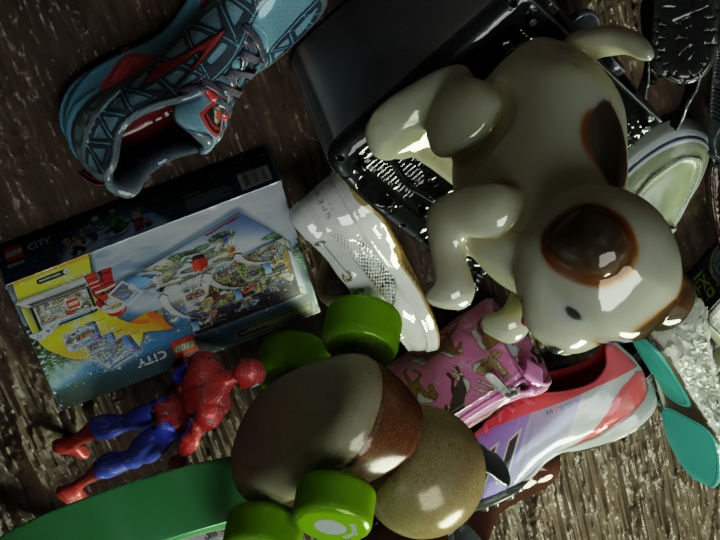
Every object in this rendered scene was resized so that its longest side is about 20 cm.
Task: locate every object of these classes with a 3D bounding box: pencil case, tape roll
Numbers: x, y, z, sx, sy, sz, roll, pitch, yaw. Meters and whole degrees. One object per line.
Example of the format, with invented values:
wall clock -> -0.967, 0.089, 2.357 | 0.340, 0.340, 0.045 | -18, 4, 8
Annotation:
pencil case -> 0.041, 0.103, 1.817 | 0.199, 0.083, 0.086 | -33, 174, 11
tape roll -> -0.164, 0.188, 1.767 | 0.199, 0.049, 0.200 | -18, 170, -3

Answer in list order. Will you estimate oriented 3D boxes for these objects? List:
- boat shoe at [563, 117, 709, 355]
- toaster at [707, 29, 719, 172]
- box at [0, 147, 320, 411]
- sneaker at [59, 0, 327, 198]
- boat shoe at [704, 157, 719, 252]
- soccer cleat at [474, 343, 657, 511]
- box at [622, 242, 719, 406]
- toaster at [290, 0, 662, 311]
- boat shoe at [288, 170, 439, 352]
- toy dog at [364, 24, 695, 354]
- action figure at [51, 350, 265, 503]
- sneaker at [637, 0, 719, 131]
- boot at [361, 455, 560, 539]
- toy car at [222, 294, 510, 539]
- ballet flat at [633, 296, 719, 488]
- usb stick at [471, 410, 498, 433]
boat shoe -> 0.196, -0.021, 1.790 | 0.072, 0.062, 0.201 | 15, 123, -34
toaster -> 0.318, -0.127, 1.684 | 0.129, 0.113, 0.201 | -39, 148, -25
box -> -0.137, 0.008, 1.686 | 0.199, 0.038, 0.137 | -21, 137, -5
sneaker -> -0.095, -0.115, 1.546 | 0.199, 0.096, 0.079 | -37, 136, 12
boat shoe -> 0.303, -0.004, 1.795 | 0.070, 0.070, 0.201 | -18, 109, 20
soccer cleat -> 0.124, 0.118, 1.851 | 0.199, 0.068, 0.073 | -27, 116, 10
box -> 0.319, 0.037, 1.915 | 0.159, 0.044, 0.200 | 19, 122, -37
toaster -> 0.069, -0.108, 1.610 | 0.200, 0.119, 0.181 | -41, 134, 15
boat shoe -> 0.000, 0.000, 1.714 | 0.069, 0.071, 0.200 | -28, 139, 2
toy dog -> 0.125, -0.034, 1.474 | 0.193, 0.201, 0.140 | -33, 137, 9
action figure -> -0.138, 0.107, 1.723 | 0.051, 0.066, 0.199 | 22, 141, -37
sneaker -> 0.215, -0.193, 1.634 | 0.059, 0.104, 0.202 | 7, 96, 1
boot -> 0.096, 0.234, 1.889 | 0.187, 0.201, 0.069 | -17, 136, -8
toy car -> 0.024, 0.142, 1.709 | 0.199, 0.165, 0.157 | 28, 145, -28
ballet flat -> 0.262, 0.090, 1.864 | 0.071, 0.072, 0.201 | -25, 136, 1
usb stick -> 0.112, 0.116, 1.906 | 0.198, 0.033, 0.056 | -11, 134, -15
